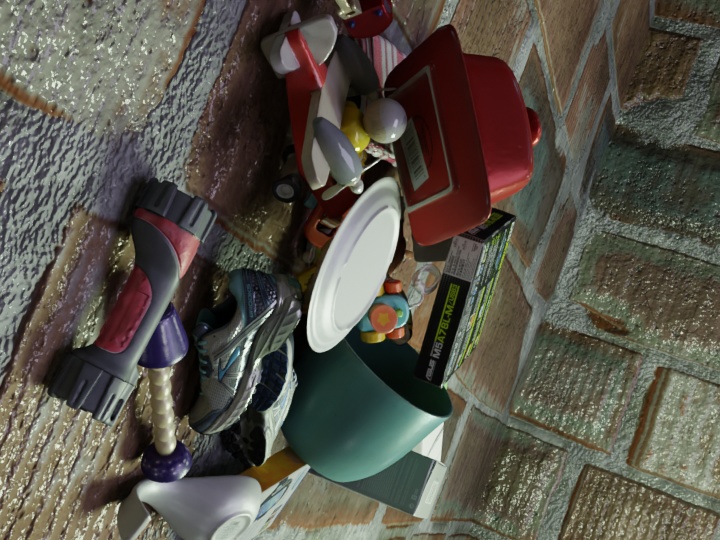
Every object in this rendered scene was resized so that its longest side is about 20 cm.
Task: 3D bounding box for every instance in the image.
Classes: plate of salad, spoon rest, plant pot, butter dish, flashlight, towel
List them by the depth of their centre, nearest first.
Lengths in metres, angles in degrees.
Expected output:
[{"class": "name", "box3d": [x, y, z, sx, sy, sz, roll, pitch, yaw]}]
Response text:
[{"class": "flashlight", "box3d": [-0.194, 0.023, 0.849, 0.201, 0.067, 0.068, -62, 164, -11]}, {"class": "spoon rest", "box3d": [-0.177, 0.248, 1.050, 0.100, 0.061, 0.200, -49, 149, 11]}, {"class": "butter dish", "box3d": [0.124, -0.144, 1.075, 0.199, 0.147, 0.202, 159, -80, -69]}, {"class": "plate of salad", "box3d": [-0.012, -0.009, 1.078, 0.201, 0.048, 0.201, -54, 158, -34]}, {"class": "towel", "box3d": [0.053, -0.187, 1.218, 0.199, 0.030, 0.148, 22, 64, -55]}, {"class": "plant pot", "box3d": [-0.008, 0.169, 1.289, 0.161, 0.201, 0.200, -49, 165, 15]}]

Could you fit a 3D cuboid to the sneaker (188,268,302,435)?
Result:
[{"class": "sneaker", "box3d": [-0.141, 0.079, 1.043, 0.201, 0.086, 0.078, -60, -154, 18]}]

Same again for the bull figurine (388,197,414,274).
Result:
[{"class": "bull figurine", "box3d": [0.021, -0.031, 1.369, 0.200, 0.065, 0.122, -49, 147, -52]}]

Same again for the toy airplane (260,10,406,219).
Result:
[{"class": "toy airplane", "box3d": [-0.023, -0.163, 1.010, 0.199, 0.140, 0.202, 42, 50, -80]}]

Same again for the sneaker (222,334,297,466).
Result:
[{"class": "sneaker", "box3d": [-0.111, 0.126, 1.160, 0.085, 0.077, 0.201, -51, 162, -53]}]

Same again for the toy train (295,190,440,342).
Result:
[{"class": "toy train", "box3d": [0.000, 0.000, 1.186, 0.151, 0.199, 0.056, -55, -164, 3]}]

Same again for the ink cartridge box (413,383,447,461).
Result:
[{"class": "ink cartridge box", "box3d": [0.049, 0.235, 1.562, 0.084, 0.144, 0.201, -52, 152, -42]}]

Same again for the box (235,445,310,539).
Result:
[{"class": "box", "box3d": [-0.129, 0.283, 1.237, 0.120, 0.041, 0.200, -56, 167, 16]}]

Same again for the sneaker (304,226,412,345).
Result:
[{"class": "sneaker", "box3d": [0.008, 0.016, 1.253, 0.075, 0.077, 0.200, -41, 125, 8]}]

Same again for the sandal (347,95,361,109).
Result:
[{"class": "sandal", "box3d": [-0.004, -0.186, 1.188, 0.201, 0.043, 0.076, -59, 157, -31]}]

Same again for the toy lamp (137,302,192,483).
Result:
[{"class": "toy lamp", "box3d": [-0.187, 0.112, 0.951, 0.058, 0.058, 0.201, -50, 153, -45]}]

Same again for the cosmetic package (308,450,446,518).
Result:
[{"class": "cosmetic package", "box3d": [0.010, 0.272, 1.416, 0.091, 0.199, 0.107, -66, 162, -8]}]

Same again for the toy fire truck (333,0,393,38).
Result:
[{"class": "toy fire truck", "box3d": [-0.021, -0.281, 0.931, 0.200, 0.048, 0.142, 57, 21, -44]}]

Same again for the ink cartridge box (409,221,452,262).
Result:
[{"class": "ink cartridge box", "box3d": [0.110, -0.132, 1.386, 0.148, 0.085, 0.202, 77, 11, -58]}]

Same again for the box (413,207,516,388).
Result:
[{"class": "box", "box3d": [0.138, 0.030, 1.313, 0.193, 0.047, 0.202, -37, 143, -67]}]
